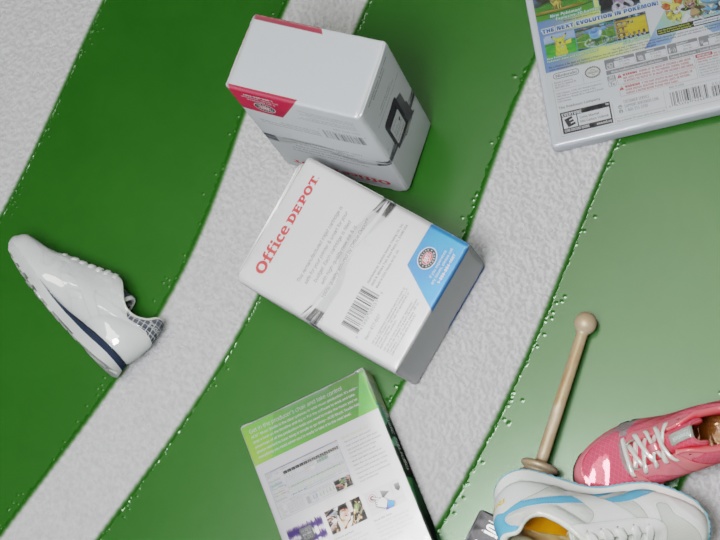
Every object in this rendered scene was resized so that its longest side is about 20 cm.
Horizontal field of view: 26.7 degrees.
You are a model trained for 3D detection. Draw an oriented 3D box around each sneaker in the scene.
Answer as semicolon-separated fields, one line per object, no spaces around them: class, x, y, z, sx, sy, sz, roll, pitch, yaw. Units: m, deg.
sneaker;0.286;0.156;1.400;0.199;0.087;0.074;-21;71;11
sneaker;-0.297;0.024;1.623;0.080;0.076;0.200;-44;73;-10
sneaker;0.219;0.238;1.381;0.199;0.077;0.081;5;33;4

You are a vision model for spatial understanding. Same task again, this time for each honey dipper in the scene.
honey dipper;0.191;0.135;1.464;0.038;0.038;0.201;17;78;20

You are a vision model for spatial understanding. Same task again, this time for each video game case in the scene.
video game case;0.276;-0.227;1.532;0.199;0.022;0.183;-12;74;14

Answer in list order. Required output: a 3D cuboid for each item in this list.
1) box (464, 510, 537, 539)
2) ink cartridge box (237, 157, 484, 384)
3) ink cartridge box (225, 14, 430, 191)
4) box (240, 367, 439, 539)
box;0.167;0.338;1.411;0.199;0.048;0.159;26;85;21
ink cartridge box;0.000;0.000;1.524;0.199;0.084;0.147;30;87;22
ink cartridge box;-0.027;-0.163;1.513;0.144;0.200;0.084;15;77;19
box;-0.019;0.217;1.505;0.144;0.036;0.201;-25;72;9
